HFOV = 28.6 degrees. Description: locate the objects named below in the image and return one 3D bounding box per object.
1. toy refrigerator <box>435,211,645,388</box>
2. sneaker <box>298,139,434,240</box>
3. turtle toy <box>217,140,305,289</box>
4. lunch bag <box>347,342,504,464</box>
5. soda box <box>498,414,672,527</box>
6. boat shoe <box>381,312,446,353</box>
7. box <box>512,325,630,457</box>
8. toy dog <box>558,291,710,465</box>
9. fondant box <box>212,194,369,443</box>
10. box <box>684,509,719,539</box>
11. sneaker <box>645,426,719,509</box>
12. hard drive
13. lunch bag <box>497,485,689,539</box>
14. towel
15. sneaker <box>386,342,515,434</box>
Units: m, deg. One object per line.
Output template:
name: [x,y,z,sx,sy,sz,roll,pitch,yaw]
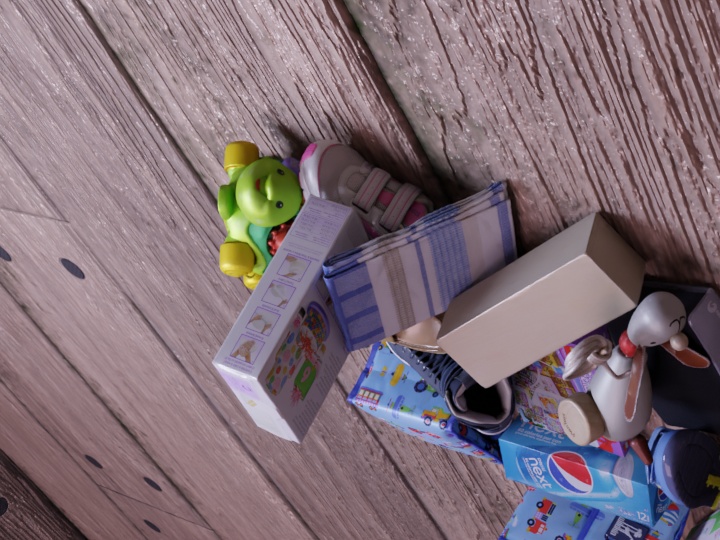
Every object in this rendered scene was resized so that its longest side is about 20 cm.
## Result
toy refrigerator: [0.171,0.029,1.347,0.076,0.070,0.199,42,131,-16]
sneaker: [0.025,-0.065,1.433,0.199,0.082,0.088,39,154,-25]
turtle toy: [-0.093,-0.063,1.484,0.100,0.148,0.200,-1,168,14]
lunch bag: [0.101,0.182,1.735,0.149,0.095,0.200,13,156,34]
soda box: [0.261,0.222,1.616,0.198,0.068,0.065,13,131,38]
boat shoe: [0.015,0.044,1.508,0.198,0.066,0.075,20,116,30]
box: [0.218,0.114,1.533,0.136,0.039,0.201,18,149,35]
toy dog: [0.260,0.113,1.306,0.097,0.131,0.200,51,169,22]
fondant box: [-0.055,0.049,1.395,0.058,0.201,0.145,17,156,25]
box: [0.457,0.345,1.562,0.175,0.097,0.200,32,154,6]
sneaker: [0.324,0.199,1.448,0.082,0.075,0.200,23,174,28]
hard drive: [0.316,0.090,1.369,0.134,0.042,0.201,8,143,44]
lunch bag: [0.287,0.310,1.648,0.198,0.151,0.094,15,148,36]
towel: [0.063,-0.002,1.381,0.148,0.198,0.024,72,172,-53]
sneaker: [0.093,0.097,1.543,0.202,0.077,0.146,43,180,7]
